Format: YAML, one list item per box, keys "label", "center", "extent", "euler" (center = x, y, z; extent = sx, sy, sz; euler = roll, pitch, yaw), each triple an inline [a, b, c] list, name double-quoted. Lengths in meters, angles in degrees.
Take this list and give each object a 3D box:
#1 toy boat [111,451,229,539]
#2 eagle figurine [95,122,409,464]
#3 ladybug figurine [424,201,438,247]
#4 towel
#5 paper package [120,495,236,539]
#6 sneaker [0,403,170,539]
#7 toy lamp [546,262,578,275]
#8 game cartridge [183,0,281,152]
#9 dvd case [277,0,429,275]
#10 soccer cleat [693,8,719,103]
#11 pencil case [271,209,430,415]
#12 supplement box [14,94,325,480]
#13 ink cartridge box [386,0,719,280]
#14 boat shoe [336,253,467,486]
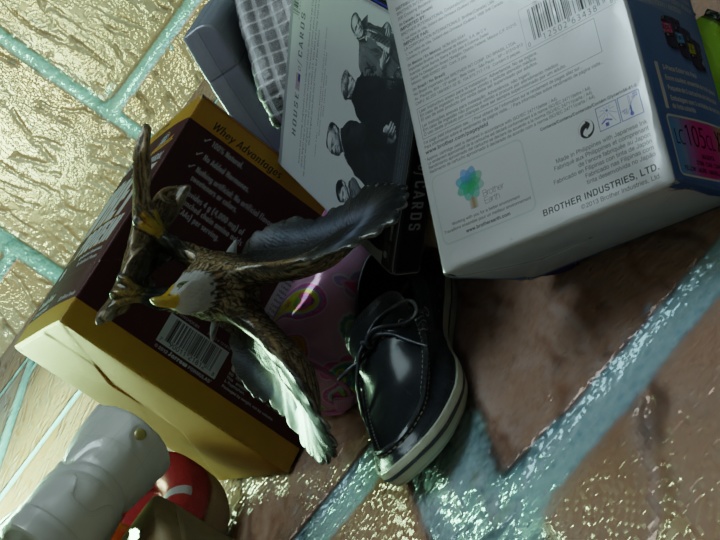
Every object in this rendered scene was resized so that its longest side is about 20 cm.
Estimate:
- label: "toy boat"
  center: [-0.177, 0.198, 0.855]
  extent: [0.131, 0.130, 0.200]
  euler: [-48, 13, 18]
- label: "eagle figurine"
  center: [-0.065, 0.015, 0.733]
  extent: [0.151, 0.199, 0.153]
  euler: [-53, -33, -42]
- label: "ladybug figurine"
  center: [0.049, -0.099, 0.787]
  extent: [0.136, 0.071, 0.201]
  euler: [111, 146, -44]
- label: "towel"
  center: [-0.022, -0.225, 1.000]
  extent: [0.165, 0.085, 0.201]
  euler: [-28, 61, 18]
- label: "paper package"
  center: [-0.123, 0.251, 0.669]
  extent: [0.201, 0.103, 0.191]
  euler: [-55, 15, 0]
- label: "sneaker"
  center: [-0.175, 0.150, 0.753]
  extent: [0.116, 0.074, 0.200]
  euler: [-51, 7, -34]
- label: "toy lamp"
  center: [0.098, -0.096, 0.698]
  extent: [0.058, 0.058, 0.202]
  euler: [-30, 56, 54]
- label: "game cartridge"
  center: [-0.075, -0.143, 1.055]
  extent: [0.040, 0.200, 0.134]
  euler: [-27, 23, 22]
- label: "dvd case"
  center: [-0.004, -0.106, 0.785]
  extent: [0.200, 0.025, 0.151]
  euler: [-134, 45, -55]
- label: "soccer cleat"
  center: [0.150, -0.107, 0.683]
  extent: [0.081, 0.067, 0.200]
  euler: [-62, 17, 7]
- label: "pencil case"
  center: [0.000, 0.000, 0.852]
  extent: [0.087, 0.087, 0.201]
  euler: [-25, 33, 58]
- label: "supplement box"
  center: [-0.113, 0.019, 0.917]
  extent: [0.133, 0.197, 0.201]
  euler: [-22, 36, 59]
- label: "ink cartridge box"
  center: [0.093, -0.110, 0.605]
  extent: [0.136, 0.076, 0.202]
  euler: [-22, 74, 38]
- label: "boat shoe"
  center: [0.022, 0.050, 0.730]
  extent: [0.075, 0.062, 0.201]
  euler: [-44, 22, 27]
